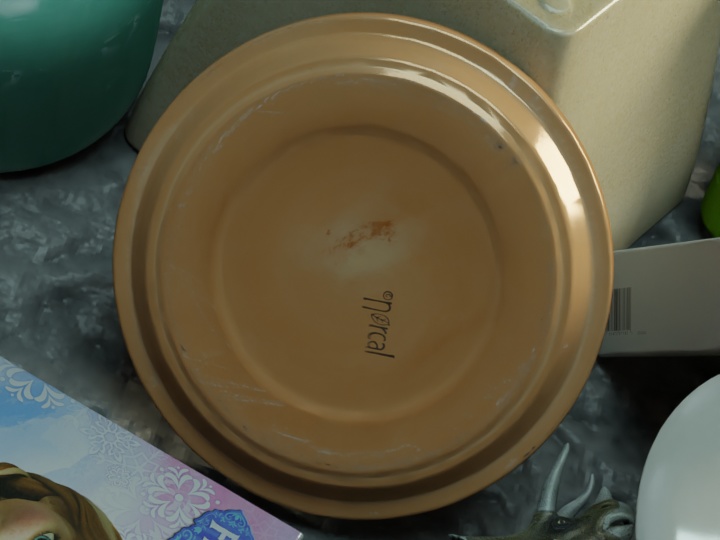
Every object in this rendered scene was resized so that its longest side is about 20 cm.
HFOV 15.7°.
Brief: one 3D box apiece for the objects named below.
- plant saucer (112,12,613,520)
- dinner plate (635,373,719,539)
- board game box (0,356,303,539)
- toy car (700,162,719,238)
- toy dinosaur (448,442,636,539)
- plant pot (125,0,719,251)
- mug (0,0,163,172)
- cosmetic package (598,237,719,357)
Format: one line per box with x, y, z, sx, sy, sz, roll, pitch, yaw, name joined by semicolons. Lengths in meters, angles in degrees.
0.000;0.000;1.025;0.199;0.201;0.032;24;9;2;plant saucer
0.196;0.118;0.988;0.199;0.024;0.201;14;54;-21;dinner plate
-0.152;0.123;0.954;0.199;0.041;0.200;29;47;6;board game box
0.238;-0.121;1.239;0.157;0.165;0.201;9;38;-12;toy car
0.018;0.141;0.990;0.199;0.077;0.102;-8;42;-23;toy dinosaur
0.046;-0.107;1.136;0.200;0.178;0.200;38;48;16;plant pot
-0.154;-0.149;1.120;0.151;0.115;0.186;13;58;-2;mug
0.207;0.011;1.084;0.150;0.200;0.052;2;87;-20;cosmetic package
